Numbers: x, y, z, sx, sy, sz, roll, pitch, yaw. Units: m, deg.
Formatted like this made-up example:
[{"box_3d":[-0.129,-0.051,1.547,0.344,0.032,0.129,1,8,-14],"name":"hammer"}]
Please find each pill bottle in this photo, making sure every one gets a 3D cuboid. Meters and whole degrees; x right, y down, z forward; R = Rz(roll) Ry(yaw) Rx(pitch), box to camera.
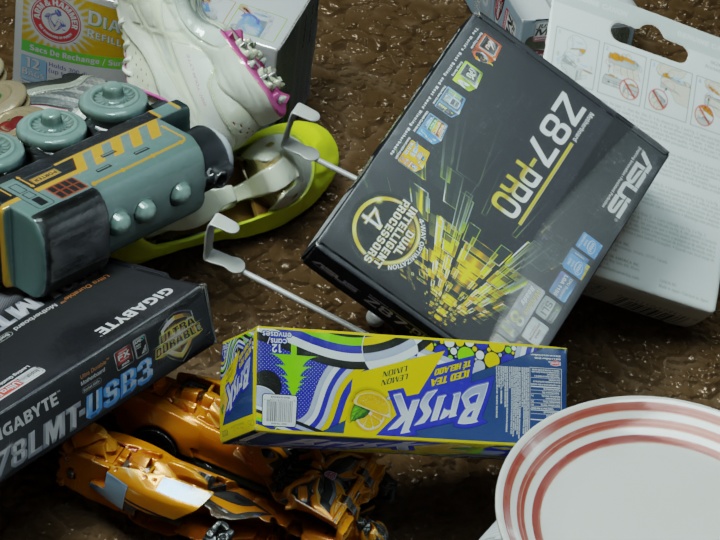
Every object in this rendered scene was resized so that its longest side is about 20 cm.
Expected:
[{"box_3d":[0.107,0.195,1.485,0.112,0.113,0.200,28,45,20],"name":"pill bottle"}]

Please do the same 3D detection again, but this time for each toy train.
[{"box_3d":[-0.173,-0.053,1.637,0.114,0.086,0.200,29,40,35],"name":"toy train"}]

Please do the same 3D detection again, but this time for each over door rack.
[{"box_3d":[0.000,0.000,1.705,0.200,0.067,0.148,35,43,-3],"name":"over door rack"}]

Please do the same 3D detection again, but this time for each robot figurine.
[{"box_3d":[-0.075,0.124,1.567,0.199,0.058,0.145,19,38,11],"name":"robot figurine"}]

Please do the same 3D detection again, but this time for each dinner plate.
[{"box_3d":[0.173,0.146,1.450,0.199,0.024,0.201,6,41,-5],"name":"dinner plate"}]

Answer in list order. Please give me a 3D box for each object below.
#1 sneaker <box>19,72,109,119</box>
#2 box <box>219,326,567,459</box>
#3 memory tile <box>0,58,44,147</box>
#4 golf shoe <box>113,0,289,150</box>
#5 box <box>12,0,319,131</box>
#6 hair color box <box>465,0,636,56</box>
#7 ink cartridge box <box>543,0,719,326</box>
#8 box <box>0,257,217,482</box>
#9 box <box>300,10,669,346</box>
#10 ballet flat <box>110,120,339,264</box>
[{"box_3d":[-0.234,-0.078,1.760,0.200,0.074,0.087,-34,43,-31],"name":"sneaker"},{"box_3d":[0.020,0.075,1.538,0.199,0.070,0.065,5,78,-20],"name":"box"},{"box_3d":[-0.312,-0.080,1.719,0.199,0.017,0.153,-27,34,-12],"name":"memory tile"},{"box_3d":[-0.137,-0.161,1.738,0.200,0.091,0.075,52,12,11],"name":"golf shoe"},{"box_3d":[-0.140,-0.169,1.847,0.199,0.113,0.102,17,41,10],"name":"box"},{"box_3d":[0.131,-0.235,2.013,0.099,0.061,0.200,-7,43,-18],"name":"hair color box"},{"box_3d":[0.176,-0.079,1.754,0.159,0.047,0.201,17,69,-20],"name":"ink cartridge box"},{"box_3d":[-0.226,0.050,1.582,0.198,0.050,0.200,13,35,41],"name":"box"},{"box_3d":[0.081,-0.041,1.655,0.161,0.049,0.200,37,69,-5],"name":"box"},{"box_3d":[-0.087,-0.053,1.755,0.199,0.067,0.067,-22,92,-28],"name":"ballet flat"}]
